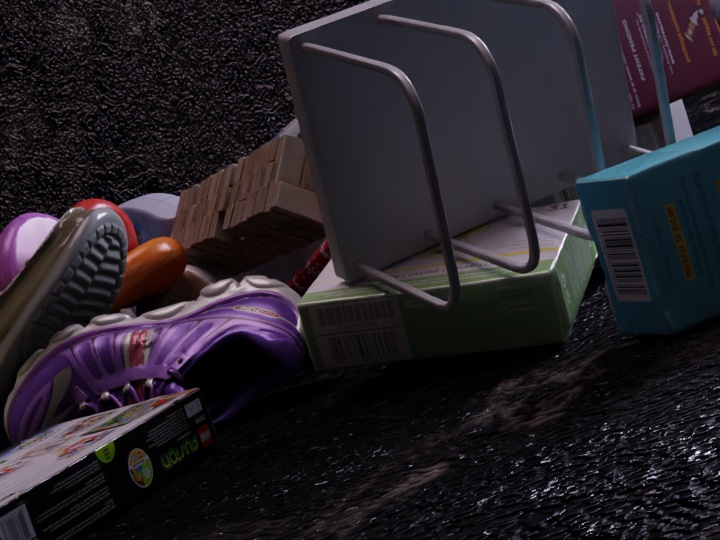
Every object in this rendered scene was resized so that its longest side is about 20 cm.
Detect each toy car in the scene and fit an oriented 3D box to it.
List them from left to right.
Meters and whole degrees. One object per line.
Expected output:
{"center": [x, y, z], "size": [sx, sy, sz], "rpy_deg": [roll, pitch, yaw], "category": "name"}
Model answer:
{"center": [-0.197, 0.028, 1.211], "size": [0.200, 0.150, 0.175], "rpy_deg": [-15, 7, 32], "category": "toy car"}

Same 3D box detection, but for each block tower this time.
{"center": [-0.070, -0.042, 1.193], "size": [0.054, 0.058, 0.200], "rpy_deg": [17, -15, -23], "category": "block tower"}

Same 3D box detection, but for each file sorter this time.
{"center": [0.084, -0.081, 0.907], "size": [0.200, 0.139, 0.124], "rpy_deg": [-23, 24, -22], "category": "file sorter"}

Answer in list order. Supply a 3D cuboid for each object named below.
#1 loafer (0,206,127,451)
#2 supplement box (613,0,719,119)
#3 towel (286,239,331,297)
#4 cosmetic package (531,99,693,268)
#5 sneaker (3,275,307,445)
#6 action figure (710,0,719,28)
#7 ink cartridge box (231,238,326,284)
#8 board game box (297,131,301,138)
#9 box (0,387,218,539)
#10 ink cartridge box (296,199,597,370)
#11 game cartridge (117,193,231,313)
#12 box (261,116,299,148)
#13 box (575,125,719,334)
{"center": [-0.220, 0.038, 1.087], "size": [0.200, 0.070, 0.075], "rpy_deg": [-55, -24, 0], "category": "loafer"}
{"center": [0.135, -0.129, 1.122], "size": [0.200, 0.086, 0.110], "rpy_deg": [-24, 7, -38], "category": "supplement box"}
{"center": [0.000, 0.000, 1.181], "size": [0.144, 0.023, 0.200], "rpy_deg": [-24, -14, -36], "category": "towel"}
{"center": [0.174, -0.061, 1.206], "size": [0.107, 0.090, 0.200], "rpy_deg": [-17, 3, 20], "category": "cosmetic package"}
{"center": [-0.123, 0.065, 1.029], "size": [0.200, 0.081, 0.083], "rpy_deg": [-24, 24, 12], "category": "sneaker"}
{"center": [0.263, -0.109, 0.990], "size": [0.105, 0.194, 0.200], "rpy_deg": [-43, 48, -7], "category": "action figure"}
{"center": [0.014, -0.039, 1.332], "size": [0.200, 0.083, 0.147], "rpy_deg": [-23, -12, -41], "category": "ink cartridge box"}
{"center": [0.055, -0.157, 1.160], "size": [0.135, 0.035, 0.200], "rpy_deg": [-21, -25, -45], "category": "board game box"}
{"center": [-0.166, 0.113, 0.879], "size": [0.110, 0.035, 0.200], "rpy_deg": [-16, 6, 27], "category": "box"}
{"center": [0.063, -0.009, 1.003], "size": [0.145, 0.048, 0.200], "rpy_deg": [-8, 21, 20], "category": "ink cartridge box"}
{"center": [-0.155, 0.007, 1.374], "size": [0.041, 0.133, 0.200], "rpy_deg": [-30, 9, -24], "category": "game cartridge"}
{"center": [-0.014, -0.087, 1.405], "size": [0.122, 0.048, 0.200], "rpy_deg": [-40, -13, 30], "category": "box"}
{"center": [0.210, -0.038, 0.876], "size": [0.200, 0.082, 0.049], "rpy_deg": [-22, 8, -23], "category": "box"}
